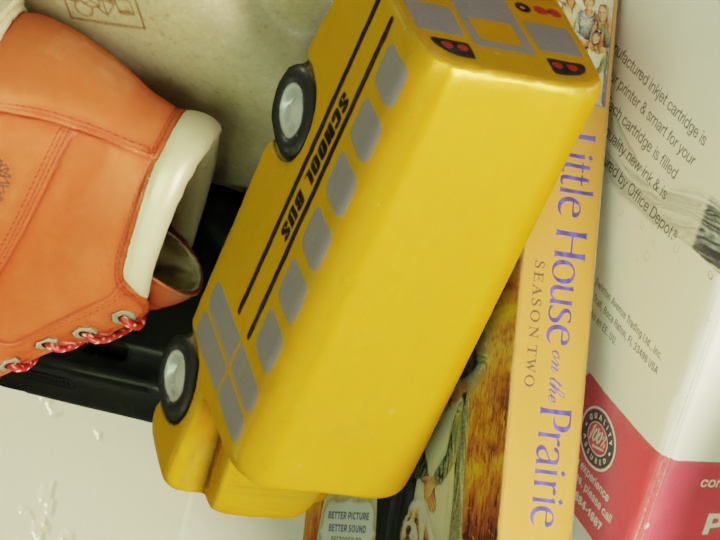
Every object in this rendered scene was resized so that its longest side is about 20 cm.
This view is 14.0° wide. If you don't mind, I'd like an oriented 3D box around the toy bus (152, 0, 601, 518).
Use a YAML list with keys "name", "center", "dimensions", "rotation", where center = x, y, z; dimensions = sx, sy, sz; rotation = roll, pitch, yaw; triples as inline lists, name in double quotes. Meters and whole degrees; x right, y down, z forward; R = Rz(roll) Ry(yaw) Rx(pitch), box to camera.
- name: "toy bus"
  center: [0.000, 0.000, 0.900]
  dimensions: [0.200, 0.065, 0.078]
  rotation: [-65, 31, 31]

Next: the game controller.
- name: "game controller"
  center: [-0.109, 0.001, 1.025]
  dimensions: [0.200, 0.042, 0.105]
  rotation: [12, 124, 20]

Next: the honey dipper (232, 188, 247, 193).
- name: "honey dipper"
  center: [-0.064, -0.036, 1.033]
  dimensions: [0.200, 0.038, 0.038]
  rotation: [15, 116, -6]

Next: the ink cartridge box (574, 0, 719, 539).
- name: "ink cartridge box"
  center: [0.115, -0.025, 0.919]
  dimensions: [0.145, 0.084, 0.200]
  rotation: [-126, 45, -53]

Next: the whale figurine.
- name: "whale figurine"
  center: [-0.061, -0.119, 0.947]
  dimensions: [0.159, 0.104, 0.200]
  rotation: [10, 142, 27]

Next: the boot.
- name: "boot"
  center: [-0.110, 0.008, 0.961]
  dimensions: [0.107, 0.075, 0.200]
  rotation: [24, 129, 2]

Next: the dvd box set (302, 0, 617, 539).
- name: "dvd box set"
  center: [0.029, 0.011, 0.947]
  dimensions: [0.146, 0.029, 0.200]
  rotation: [-6, 77, 65]
